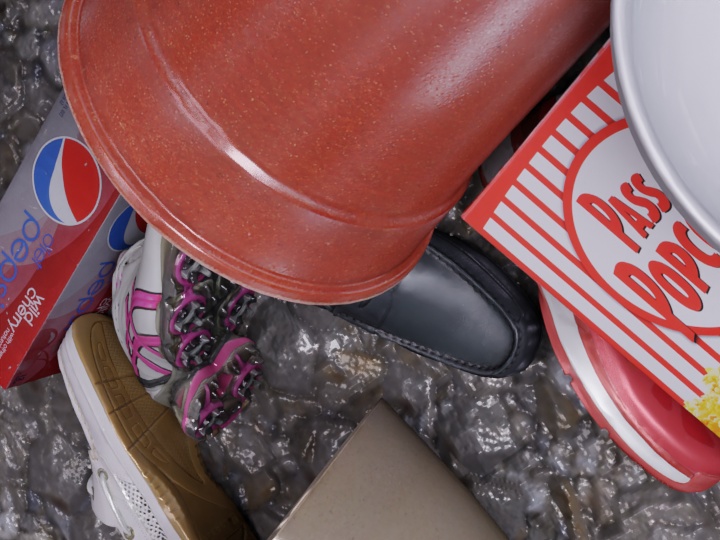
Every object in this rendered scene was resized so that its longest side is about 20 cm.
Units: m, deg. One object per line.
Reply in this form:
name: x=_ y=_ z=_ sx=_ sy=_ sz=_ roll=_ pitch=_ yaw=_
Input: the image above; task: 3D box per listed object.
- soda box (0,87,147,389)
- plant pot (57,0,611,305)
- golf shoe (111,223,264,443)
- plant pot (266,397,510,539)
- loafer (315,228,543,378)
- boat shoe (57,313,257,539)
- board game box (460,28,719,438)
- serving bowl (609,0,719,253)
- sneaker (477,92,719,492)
soda box: x=-0.164 y=-0.028 z=0.903 sx=0.070 sy=0.063 sz=0.200 roll=43 pitch=117 yaw=17
plant pot: x=0.009 y=-0.120 z=0.647 sx=0.195 sy=0.201 sz=0.201 roll=-41 pitch=78 yaw=41
golf shoe: x=-0.103 y=0.014 z=0.826 sx=0.092 sy=0.073 sz=0.200 roll=37 pitch=149 yaw=19
plant pot: x=0.029 y=0.199 z=0.783 sx=0.200 sy=0.187 sz=0.187 roll=39 pitch=116 yaw=3
loafer: x=0.000 y=0.000 z=0.811 sx=0.200 sy=0.070 sz=0.068 roll=30 pitch=113 yaw=22
boat shoe: x=-0.129 y=0.123 z=0.906 sx=0.069 sy=0.071 sz=0.200 roll=-31 pitch=85 yaw=29
board game box: x=0.160 y=-0.011 z=0.639 sx=0.200 sy=0.046 sz=0.152 roll=40 pitch=136 yaw=3
serving bowl: x=0.180 y=-0.078 z=0.541 sx=0.200 sy=0.066 sz=0.200 roll=0 pitch=84 yaw=-2
sneaker: x=0.144 y=-0.003 z=0.727 sx=0.115 sy=0.078 sz=0.200 roll=-34 pitch=83 yaw=31
